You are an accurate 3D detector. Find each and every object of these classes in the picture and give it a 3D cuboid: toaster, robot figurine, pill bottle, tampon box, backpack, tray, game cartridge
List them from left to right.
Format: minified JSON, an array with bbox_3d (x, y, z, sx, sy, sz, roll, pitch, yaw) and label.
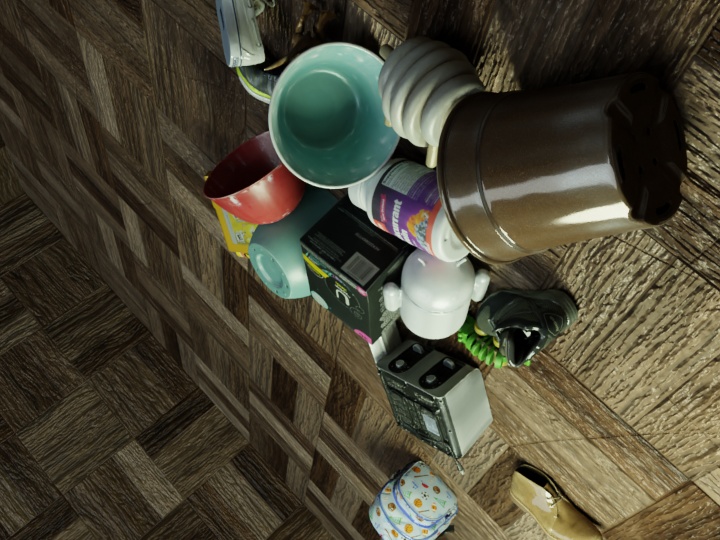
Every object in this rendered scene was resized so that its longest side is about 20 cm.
[{"bbox_3d":[-0.230,-0.116,1.571,0.175,0.033,0.201,8,135,22],"label":"game cartridge"},{"bbox_3d":[0.000,0.000,1.231,0.149,0.126,0.201,37,158,21],"label":"tampon box"},{"bbox_3d":[0.058,0.152,1.451,0.022,0.108,0.201,0,127,27],"label":"tray"},{"bbox_3d":[0.122,0.565,1.745,0.200,0.190,0.155,40,135,22],"label":"backpack"},{"bbox_3d":[0.078,-0.100,1.090,0.199,0.111,0.112,30,146,37],"label":"pill bottle"},{"bbox_3d":[0.117,0.032,1.154,0.201,0.168,0.114,91,167,-60],"label":"robot figurine"},{"bbox_3d":[0.143,0.247,1.402,0.180,0.118,0.201,21,140,47],"label":"toaster"}]

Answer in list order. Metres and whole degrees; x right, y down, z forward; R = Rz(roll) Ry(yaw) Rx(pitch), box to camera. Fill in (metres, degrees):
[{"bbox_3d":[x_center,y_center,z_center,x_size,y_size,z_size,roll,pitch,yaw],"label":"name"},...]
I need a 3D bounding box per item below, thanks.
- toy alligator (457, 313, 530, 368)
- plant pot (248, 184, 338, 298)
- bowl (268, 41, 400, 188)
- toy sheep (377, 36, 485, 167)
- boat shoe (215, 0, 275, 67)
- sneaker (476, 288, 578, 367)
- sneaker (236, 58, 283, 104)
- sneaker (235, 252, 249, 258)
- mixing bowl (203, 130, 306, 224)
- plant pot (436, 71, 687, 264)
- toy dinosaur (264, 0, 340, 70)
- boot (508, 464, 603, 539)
[{"bbox_3d":[0.191,0.111,1.232,0.199,0.054,0.060,34,148,31],"label":"toy alligator"},{"bbox_3d":[-0.117,-0.042,1.414,0.200,0.161,0.201,38,151,26],"label":"plant pot"},{"bbox_3d":[-0.048,-0.229,1.075,0.202,0.200,0.105,65,169,-24],"label":"bowl"},{"bbox_3d":[0.084,-0.220,0.921,0.200,0.137,0.138,45,153,27],"label":"toy sheep"},{"bbox_3d":[-0.178,-0.419,1.154,0.075,0.085,0.204,144,117,-68],"label":"boat shoe"},{"bbox_3d":[0.217,0.084,1.096,0.077,0.114,0.199,60,154,-12],"label":"sneaker"},{"bbox_3d":[-0.123,-0.308,1.214,0.200,0.074,0.081,39,145,9],"label":"sneaker"},{"bbox_3d":[-0.248,-0.107,1.663,0.089,0.070,0.201,15,136,22],"label":"sneaker"},{"bbox_3d":[-0.173,-0.158,1.342,0.199,0.200,0.109,15,147,50],"label":"mixing bowl"},{"bbox_3d":[0.220,-0.112,0.784,0.197,0.200,0.201,-4,120,49],"label":"plant pot"},{"bbox_3d":[-0.078,-0.326,1.058,0.060,0.107,0.200,23,-166,-4],"label":"toy dinosaur"},{"bbox_3d":[0.356,0.435,1.357,0.199,0.073,0.076,31,137,39],"label":"boot"}]
